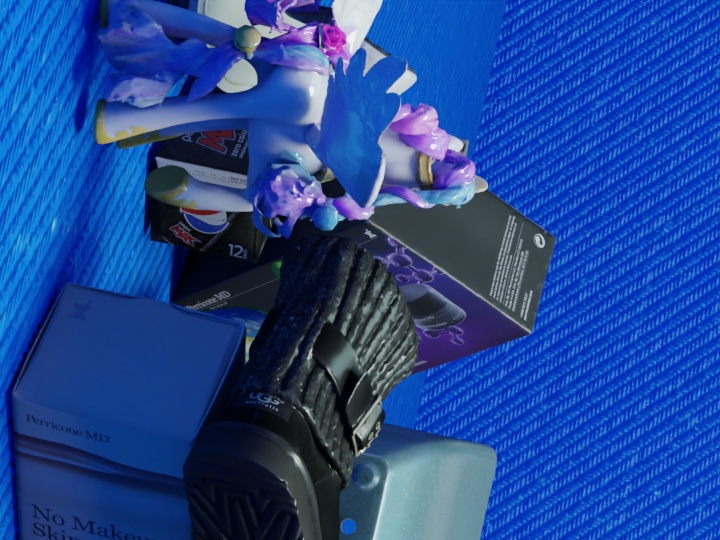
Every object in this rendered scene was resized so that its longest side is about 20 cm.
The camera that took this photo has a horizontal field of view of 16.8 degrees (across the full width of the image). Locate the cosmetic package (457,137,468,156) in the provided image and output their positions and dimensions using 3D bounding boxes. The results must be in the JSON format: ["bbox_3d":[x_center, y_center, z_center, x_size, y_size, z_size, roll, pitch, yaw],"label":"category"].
[{"bbox_3d":[0.039,-0.040,2.308,0.200,0.106,0.090,91,13,-51],"label":"cosmetic package"}]

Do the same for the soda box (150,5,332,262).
[{"bbox_3d":[-0.068,-0.091,1.487,0.200,0.070,0.064,-70,169,-52],"label":"soda box"}]

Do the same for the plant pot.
[{"bbox_3d":[-0.019,0.204,1.941,0.200,0.195,0.197,42,60,-73],"label":"plant pot"}]

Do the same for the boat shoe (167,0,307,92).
[{"bbox_3d":[-0.076,-0.142,1.367,0.075,0.062,0.200,-63,165,3],"label":"boat shoe"}]

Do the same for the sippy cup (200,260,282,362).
[{"bbox_3d":[-0.090,0.082,1.413,0.130,0.139,0.179,23,69,-72],"label":"sippy cup"}]

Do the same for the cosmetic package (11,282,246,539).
[{"bbox_3d":[-0.121,0.114,1.283,0.201,0.103,0.087,93,13,-44],"label":"cosmetic package"}]

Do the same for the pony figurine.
[{"bbox_3d":[-0.032,-0.092,1.225,0.193,0.199,0.167,90,6,-58],"label":"pony figurine"}]

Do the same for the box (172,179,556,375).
[{"bbox_3d":[0.000,0.000,1.527,0.200,0.141,0.079,-22,-140,47],"label":"box"}]

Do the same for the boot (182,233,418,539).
[{"bbox_3d":[-0.028,0.101,1.257,0.212,0.079,0.158,94,16,-46],"label":"boot"}]

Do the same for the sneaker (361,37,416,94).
[{"bbox_3d":[-0.028,-0.125,1.666,0.081,0.075,0.200,-60,-164,0],"label":"sneaker"}]
